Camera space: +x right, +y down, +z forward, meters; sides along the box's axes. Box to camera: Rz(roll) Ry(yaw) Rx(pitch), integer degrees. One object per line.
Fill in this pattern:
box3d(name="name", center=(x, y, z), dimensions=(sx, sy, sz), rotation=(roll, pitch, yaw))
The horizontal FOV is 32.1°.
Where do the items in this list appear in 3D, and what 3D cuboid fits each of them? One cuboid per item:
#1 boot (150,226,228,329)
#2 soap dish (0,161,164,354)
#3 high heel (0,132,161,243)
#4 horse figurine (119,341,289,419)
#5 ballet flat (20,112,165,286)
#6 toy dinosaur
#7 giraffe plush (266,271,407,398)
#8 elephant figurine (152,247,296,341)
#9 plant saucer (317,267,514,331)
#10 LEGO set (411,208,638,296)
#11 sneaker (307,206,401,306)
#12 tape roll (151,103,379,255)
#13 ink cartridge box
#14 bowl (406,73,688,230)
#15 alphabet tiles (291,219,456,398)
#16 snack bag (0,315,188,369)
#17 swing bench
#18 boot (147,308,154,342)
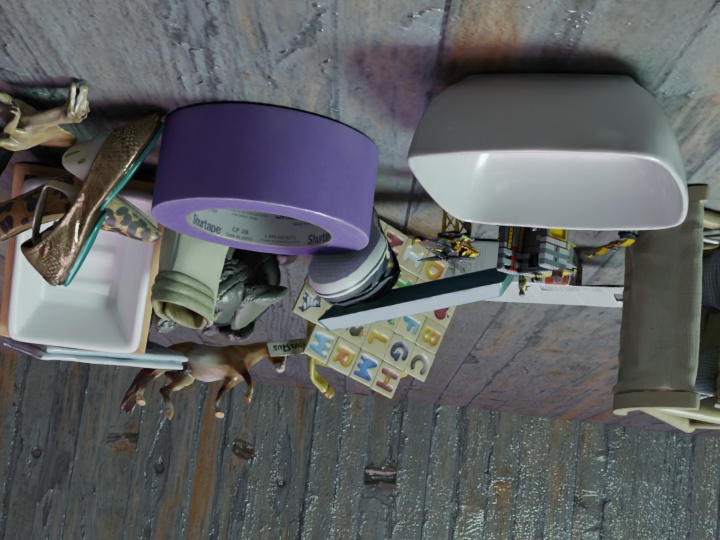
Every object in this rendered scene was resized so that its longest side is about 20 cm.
box3d(name="boot", center=(-0.160, -0.016, 1.288), dimensions=(0.071, 0.156, 0.200), rotation=(4, 168, 11))
box3d(name="soap dish", center=(-0.291, -0.016, 1.316), dimensions=(0.156, 0.202, 0.081), rotation=(8, -155, -12))
box3d(name="high heel", center=(-0.302, -0.030, 1.200), dimensions=(0.199, 0.144, 0.071), rotation=(26, 173, 5))
box3d(name="horse figurine", center=(-0.188, 0.124, 1.484), dimensions=(0.198, 0.133, 0.050), rotation=(-4, 123, 10))
box3d(name="ballet flat", center=(-0.247, -0.071, 1.118), dimensions=(0.065, 0.201, 0.071), rotation=(33, -157, -9))
box3d(name="toy dinosaur", center=(-0.302, -0.123, 1.101), dimensions=(0.100, 0.059, 0.199), rotation=(12, 168, -30))
box3d(name="giraffe plush", center=(0.001, 0.038, 1.468), dimensions=(0.199, 0.173, 0.162), rotation=(-22, 162, -31))
box3d(name="elephant figurine", center=(-0.155, 0.019, 1.474), dimensions=(0.140, 0.157, 0.200), rotation=(16, 173, -5))
box3d(name="plant saucer", center=(0.058, 0.028, 1.255), dimensions=(0.198, 0.019, 0.070), rotation=(-13, -169, 22))
box3d(name="LEGO set", center=(0.158, -0.025, 1.149), dimensions=(0.199, 0.117, 0.153), rotation=(-3, 165, 42))
box3d(name="sneaker", center=(0.000, 0.000, 1.241), dimensions=(0.078, 0.080, 0.200), rotation=(-16, -161, 13))
box3d(name="tape roll", center=(-0.085, -0.077, 1.129), dimensions=(0.198, 0.086, 0.200), rotation=(6, 168, 1))
box3d(name="ink cartridge box", center=(0.214, 0.004, 1.439), dimensions=(0.198, 0.051, 0.109), rotation=(2, 167, 17))
box3d(name="bowl", center=(0.148, -0.091, 0.948), dimensions=(0.198, 0.075, 0.200), rotation=(4, 168, 19))
box3d(name="alphabet tiles", center=(0.020, 0.039, 1.369), dimensions=(0.199, 0.168, 0.006), rotation=(30, 169, -34))
box3d(name="snack bag", center=(-0.329, 0.082, 1.457), dimensions=(0.187, 0.022, 0.199), rotation=(7, -175, -41))
box3d(name="swing bench", center=(0.319, 0.045, 1.197), dimensions=(0.199, 0.201, 0.129), rotation=(17, 165, -41))
box3d(name="boot", center=(-0.334, 0.033, 1.493), dimensions=(0.172, 0.070, 0.200), rotation=(11, -175, -12))
